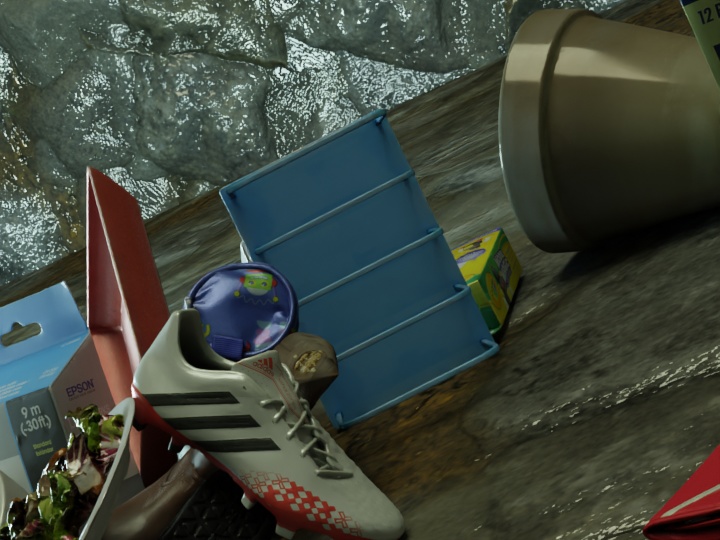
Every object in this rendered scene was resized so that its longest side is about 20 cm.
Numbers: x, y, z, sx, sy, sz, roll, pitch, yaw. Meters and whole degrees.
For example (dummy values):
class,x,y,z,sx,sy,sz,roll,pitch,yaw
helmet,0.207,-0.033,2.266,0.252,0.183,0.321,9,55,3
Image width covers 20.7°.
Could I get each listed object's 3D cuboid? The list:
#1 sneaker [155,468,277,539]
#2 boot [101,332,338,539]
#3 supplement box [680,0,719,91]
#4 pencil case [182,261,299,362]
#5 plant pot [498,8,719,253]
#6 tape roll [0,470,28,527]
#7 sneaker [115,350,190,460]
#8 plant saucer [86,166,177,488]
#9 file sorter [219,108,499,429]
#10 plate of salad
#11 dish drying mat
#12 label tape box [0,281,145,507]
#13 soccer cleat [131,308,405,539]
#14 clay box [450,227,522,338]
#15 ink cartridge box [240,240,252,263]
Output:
class,x,y,z,sx,sy,sz,roll,pitch,yaw
sneaker,-0.117,0.202,1.201,0.200,0.072,0.083,-39,-15,-42
boot,-0.103,0.129,1.282,0.200,0.064,0.186,-46,-3,28
supplement box,0.351,-0.173,1.458,0.133,0.201,0.200,-21,11,30
pencil case,-0.086,0.076,1.400,0.201,0.077,0.087,96,-166,-57
plant pot,0.230,-0.117,1.591,0.172,0.202,0.200,-1,22,30
tape roll,-0.306,0.221,1.355,0.202,0.037,0.204,-30,35,24
sneaker,-0.147,0.108,1.563,0.067,0.109,0.201,-29,11,-19
plant saucer,-0.169,0.057,1.468,0.036,0.201,0.200,-9,-38,-15
file sorter,0.000,0.000,1.429,0.138,0.201,0.123,-26,2,-1
plate of salad,-0.195,0.162,1.193,0.201,0.048,0.200,-57,12,19
dish drying mat,0.220,0.083,1.018,0.076,0.018,0.200,-19,13,42
label tape box,-0.242,0.126,1.433,0.143,0.202,0.066,-19,2,37
soccer cleat,-0.053,0.097,1.195,0.068,0.199,0.086,-12,-51,-62
clay box,0.064,0.029,1.599,0.114,0.048,0.200,-25,8,15
ink cartridge box,-0.028,-0.005,1.765,0.144,0.085,0.200,-27,-6,-6
